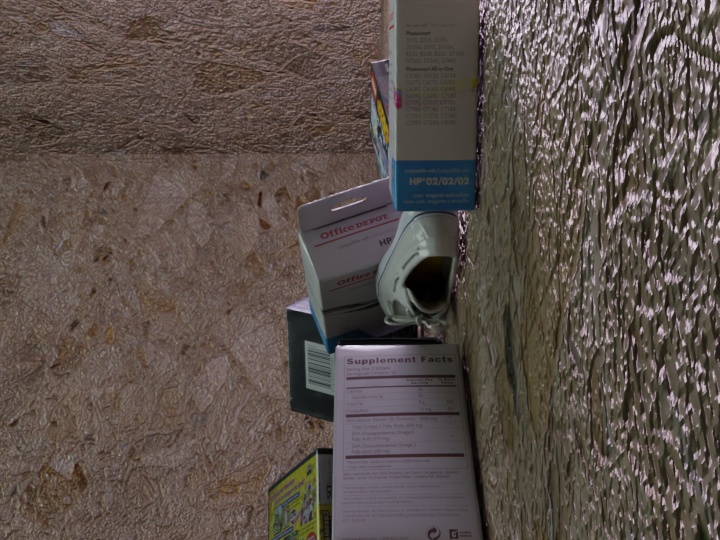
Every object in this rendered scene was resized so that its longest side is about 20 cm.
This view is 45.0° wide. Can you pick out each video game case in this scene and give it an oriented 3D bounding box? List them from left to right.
[{"bbox_3d":[-0.064,0.306,0.936,0.200,0.025,0.185,130,142,-57],"label":"video game case"}]

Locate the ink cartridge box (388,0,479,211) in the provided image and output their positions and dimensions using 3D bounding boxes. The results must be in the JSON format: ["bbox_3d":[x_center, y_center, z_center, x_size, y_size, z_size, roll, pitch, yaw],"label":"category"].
[{"bbox_3d":[0.057,-0.158,0.701,0.115,0.066,0.205,-93,2,-76],"label":"ink cartridge box"}]

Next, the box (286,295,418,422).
[{"bbox_3d":[-0.006,0.101,1.221,0.199,0.105,0.152,-25,-61,-55],"label":"box"}]

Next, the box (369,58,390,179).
[{"bbox_3d":[0.049,-0.114,0.976,0.138,0.039,0.204,92,166,-63],"label":"box"}]

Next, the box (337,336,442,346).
[{"bbox_3d":[0.031,0.199,0.996,0.197,0.121,0.205,97,173,-71],"label":"box"}]

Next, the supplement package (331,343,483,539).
[{"bbox_3d":[0.034,0.175,0.733,0.202,0.114,0.119,-90,-1,-49],"label":"supplement package"}]

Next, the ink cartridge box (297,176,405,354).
[{"bbox_3d":[0.000,0.000,0.930,0.201,0.113,0.068,86,163,-58],"label":"ink cartridge box"}]

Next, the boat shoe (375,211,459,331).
[{"bbox_3d":[0.060,0.021,0.833,0.203,0.073,0.088,109,160,-59],"label":"boat shoe"}]
